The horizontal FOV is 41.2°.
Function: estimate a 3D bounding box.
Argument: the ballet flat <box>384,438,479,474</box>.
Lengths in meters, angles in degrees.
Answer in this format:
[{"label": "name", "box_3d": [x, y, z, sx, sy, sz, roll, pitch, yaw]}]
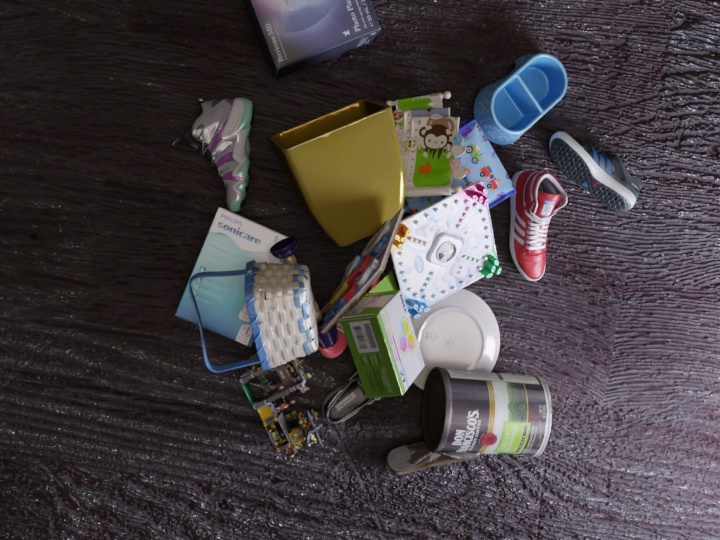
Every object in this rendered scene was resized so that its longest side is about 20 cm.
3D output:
[{"label": "ballet flat", "box_3d": [0.138, 0.335, 1.766, 0.196, 0.047, 0.068, -14, 64, -13]}]

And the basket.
[{"label": "basket", "box_3d": [-0.171, 0.078, 1.567, 0.196, 0.140, 0.179, -8, 117, -3]}]

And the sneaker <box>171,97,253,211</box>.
[{"label": "sneaker", "box_3d": [-0.258, -0.202, 1.660, 0.137, 0.078, 0.204, 3, 75, -4]}]

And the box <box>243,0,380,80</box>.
[{"label": "box", "box_3d": [-0.094, -0.463, 1.649, 0.195, 0.123, 0.203, -23, 96, -5]}]

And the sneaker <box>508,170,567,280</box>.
[{"label": "sneaker", "box_3d": [0.322, -0.081, 1.731, 0.070, 0.112, 0.204, -8, 94, -21]}]

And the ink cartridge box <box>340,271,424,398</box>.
[{"label": "ink cartridge box", "box_3d": [0.059, 0.100, 1.631, 0.075, 0.200, 0.150, -8, 110, 32]}]

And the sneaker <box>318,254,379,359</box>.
[{"label": "sneaker", "box_3d": [-0.023, 0.062, 1.703, 0.073, 0.087, 0.203, 26, 89, -8]}]

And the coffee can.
[{"label": "coffee can", "box_3d": [0.222, 0.253, 1.713, 0.196, 0.146, 0.149, 5, 92, -12]}]

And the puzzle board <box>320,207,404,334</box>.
[{"label": "puzzle board", "box_3d": [0.000, 0.000, 1.590, 0.017, 0.200, 0.152, 31, 45, -12]}]

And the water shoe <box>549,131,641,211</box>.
[{"label": "water shoe", "box_3d": [0.434, -0.194, 1.780, 0.199, 0.071, 0.079, 42, 59, -7]}]

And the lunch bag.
[{"label": "lunch bag", "box_3d": [0.156, -0.156, 1.726, 0.198, 0.094, 0.152, -32, 99, 4]}]

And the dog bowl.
[{"label": "dog bowl", "box_3d": [0.295, -0.315, 1.731, 0.199, 0.049, 0.112, -41, 100, -17]}]

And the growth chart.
[{"label": "growth chart", "box_3d": [0.116, -0.220, 1.683, 0.142, 0.018, 0.204, -10, 72, 23]}]

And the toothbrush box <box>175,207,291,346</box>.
[{"label": "toothbrush box", "box_3d": [-0.219, 0.009, 1.671, 0.144, 0.085, 0.203, 22, 90, -10]}]

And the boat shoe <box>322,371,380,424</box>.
[{"label": "boat shoe", "box_3d": [0.013, 0.201, 1.721, 0.198, 0.068, 0.074, -35, 95, -3]}]

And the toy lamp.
[{"label": "toy lamp", "box_3d": [-0.092, 0.041, 1.644, 0.057, 0.058, 0.203, -25, 109, -7]}]

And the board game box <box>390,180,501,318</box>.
[{"label": "board game box", "box_3d": [0.153, -0.032, 1.692, 0.198, 0.026, 0.202, -27, 129, -12]}]

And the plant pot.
[{"label": "plant pot", "box_3d": [-0.024, -0.160, 1.645, 0.191, 0.196, 0.203, -23, 107, -7]}]

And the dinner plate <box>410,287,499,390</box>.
[{"label": "dinner plate", "box_3d": [0.165, 0.133, 1.767, 0.196, 0.024, 0.204, 0, 92, -8]}]

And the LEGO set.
[{"label": "LEGO set", "box_3d": [-0.116, 0.212, 1.663, 0.114, 0.154, 0.203, -25, 89, 11]}]
